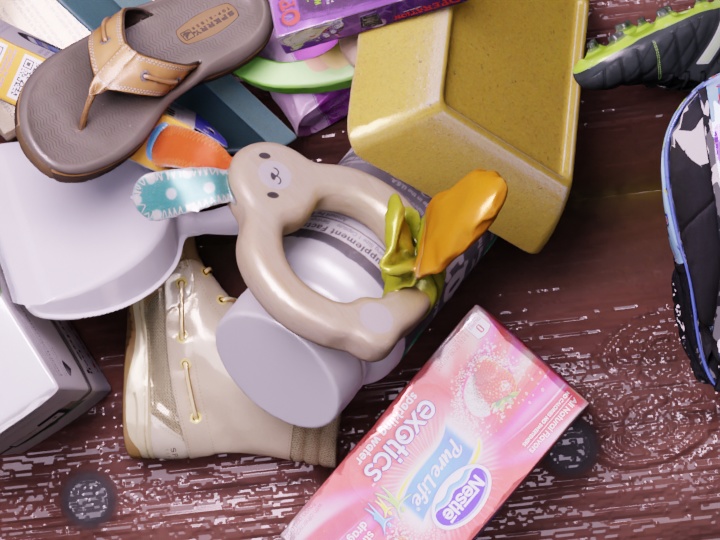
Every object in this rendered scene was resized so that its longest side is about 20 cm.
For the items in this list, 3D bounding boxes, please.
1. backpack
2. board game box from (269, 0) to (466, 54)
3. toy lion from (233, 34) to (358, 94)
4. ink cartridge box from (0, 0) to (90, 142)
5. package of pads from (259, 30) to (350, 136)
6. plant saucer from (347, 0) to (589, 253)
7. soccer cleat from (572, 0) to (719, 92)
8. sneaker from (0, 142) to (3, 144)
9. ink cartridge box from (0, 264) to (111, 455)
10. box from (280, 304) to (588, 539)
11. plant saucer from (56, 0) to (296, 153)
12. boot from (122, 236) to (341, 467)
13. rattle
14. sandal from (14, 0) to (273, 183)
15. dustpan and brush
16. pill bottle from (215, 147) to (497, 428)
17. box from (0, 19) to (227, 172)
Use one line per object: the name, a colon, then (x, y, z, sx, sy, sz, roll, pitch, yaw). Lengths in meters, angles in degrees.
backpack: (0.279, -0.037, 1.597, 0.181, 0.135, 0.202, -14, 94, 6)
board game box: (-0.010, -0.241, 1.544, 0.119, 0.032, 0.201, -13, 66, 6)
toy lion: (-0.066, -0.212, 1.611, 0.190, 0.069, 0.202, -7, 84, 8)
ink cartridge box: (-0.230, -0.212, 1.691, 0.164, 0.075, 0.200, -37, 86, 2)
package of pads: (-0.044, -0.203, 1.674, 0.120, 0.076, 0.201, -33, 85, 2)
plant saucer: (0.082, -0.137, 1.583, 0.048, 0.199, 0.202, -9, 65, 40)
soccer cleat: (0.232, -0.140, 1.626, 0.199, 0.067, 0.082, -19, 94, -22)
sneaker: (-0.305, -0.052, 1.689, 0.198, 0.075, 0.089, 6, 80, 17)
ink cartridge box: (-0.246, 0.040, 1.619, 0.084, 0.200, 0.147, -33, 86, 2)
box: (0.051, 0.130, 1.640, 0.103, 0.095, 0.200, 41, 91, 5)
plant saucer: (-0.127, -0.137, 1.627, 0.200, 0.070, 0.019, 42, 64, -35)
boot: (-0.077, 0.030, 1.667, 0.154, 0.073, 0.202, 4, 89, 6)
rattle: (-0.031, -0.049, 1.470, 0.200, 0.143, 0.130, 41, 68, 6)
sandal: (-0.129, -0.128, 1.517, 0.199, 0.055, 0.082, -33, 75, -28)
dustpan and brush: (-0.141, -0.031, 1.603, 0.198, 0.057, 0.140, -13, 54, -16)
pill bottle: (0.000, 0.000, 1.598, 0.113, 0.113, 0.200, 36, 56, 6)
box: (-0.181, -0.112, 1.593, 0.199, 0.119, 0.042, 27, 96, -6)
